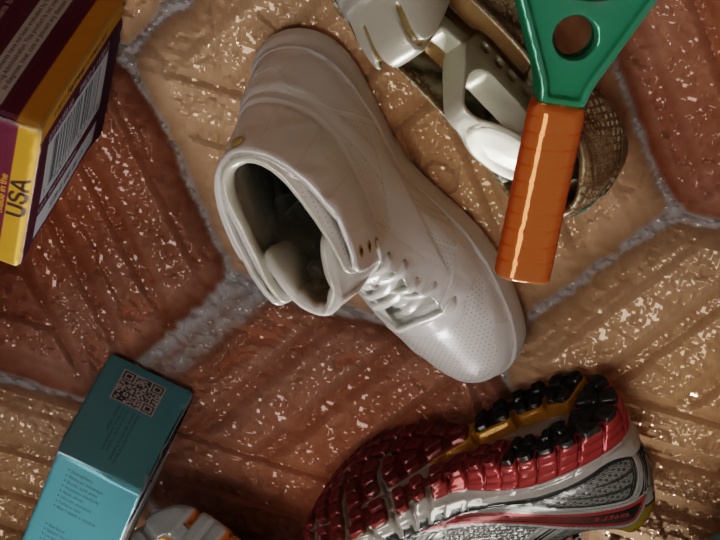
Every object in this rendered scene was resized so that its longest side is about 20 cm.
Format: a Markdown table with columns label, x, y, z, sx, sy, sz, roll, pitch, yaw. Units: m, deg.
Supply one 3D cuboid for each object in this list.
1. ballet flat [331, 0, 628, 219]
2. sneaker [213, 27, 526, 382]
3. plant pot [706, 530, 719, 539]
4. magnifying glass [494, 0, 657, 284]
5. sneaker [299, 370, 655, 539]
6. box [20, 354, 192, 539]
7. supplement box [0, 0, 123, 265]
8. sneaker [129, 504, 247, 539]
| label | x | y | z | sx | sy | sz | roll | pitch | yaw |
| --- | --- | --- | --- | --- | --- | --- | --- | --- | --- |
| ballet flat | 0.041 | -0.098 | 1.149 | 0.200 | 0.065 | 0.070 | 42 | 128 | -13 |
| sneaker | 0.000 | 0.000 | 1.207 | 0.073 | 0.116 | 0.200 | -24 | 117 | 30 |
| plant pot | 0.208 | 0.212 | 1.251 | 0.199 | 0.201 | 0.162 | 16 | 119 | 7 |
| magnifying glass | 0.088 | -0.091 | 1.115 | 0.079 | 0.022 | 0.201 | 7 | 109 | -13 |
| sneaker | 0.054 | 0.122 | 1.305 | 0.199 | 0.078 | 0.082 | -18 | 120 | 30 |
| box | -0.151 | 0.144 | 1.391 | 0.049 | 0.082 | 0.201 | 26 | 130 | 0 |
| supplement box | -0.224 | -0.096 | 1.214 | 0.199 | 0.111 | 0.086 | 20 | 131 | 5 |
| sneaker | -0.033 | 0.195 | 1.361 | 0.200 | 0.078 | 0.077 | 40 | 175 | 27 |
